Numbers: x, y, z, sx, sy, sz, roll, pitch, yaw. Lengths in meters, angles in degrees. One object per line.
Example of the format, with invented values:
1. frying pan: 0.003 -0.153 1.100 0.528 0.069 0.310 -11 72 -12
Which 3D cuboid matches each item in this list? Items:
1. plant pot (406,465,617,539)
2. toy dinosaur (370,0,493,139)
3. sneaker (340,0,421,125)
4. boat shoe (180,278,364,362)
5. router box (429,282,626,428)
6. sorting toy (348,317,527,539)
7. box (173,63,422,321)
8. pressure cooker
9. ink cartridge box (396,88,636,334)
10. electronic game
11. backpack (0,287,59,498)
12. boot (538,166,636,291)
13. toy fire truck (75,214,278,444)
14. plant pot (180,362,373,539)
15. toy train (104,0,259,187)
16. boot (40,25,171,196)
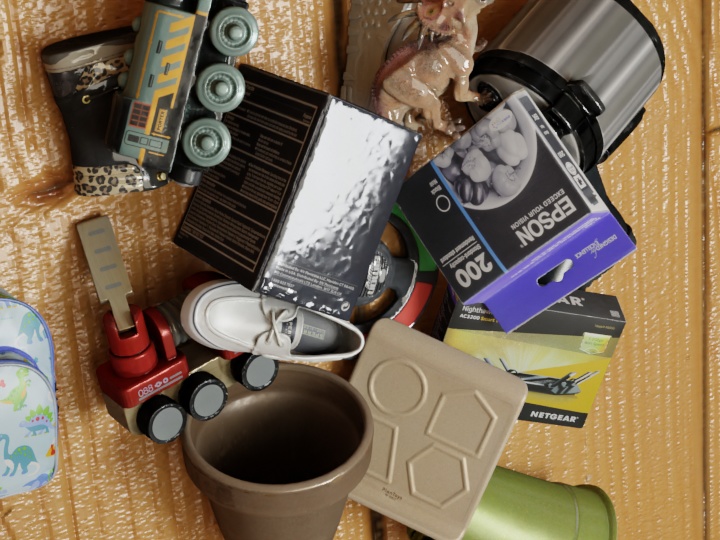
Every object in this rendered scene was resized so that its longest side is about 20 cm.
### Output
1. plant pot: 0.161 0.305 1.891 0.190 0.200 0.201 28 90 -21
2. toy dinosaur: 0.061 -0.208 1.640 0.200 0.086 0.135 -48 130 8
3. sneaker: 0.036 -0.241 1.705 0.080 0.076 0.201 -1 112 -40
4. boat shoe: -0.082 0.051 1.609 0.199 0.065 0.074 7 91 -40
5. router box: 0.178 0.091 1.830 0.199 0.052 0.158 8 123 -12
6. sorting toy: 0.064 0.175 1.788 0.185 0.036 0.201 24 100 6
7. box: -0.064 -0.080 1.610 0.123 0.200 0.199 18 96 -33
8. pressure cooker: 0.206 -0.193 1.742 0.200 0.178 0.176 -49 155 -22
9. ink cartridge box: 0.153 -0.052 1.682 0.200 0.198 0.043 55 39 3
10. electronic game: 0.000 0.000 1.769 0.199 0.042 0.201 -9 109 -28
11. backpack: -0.368 0.117 1.524 0.182 0.147 0.201 -9 107 -31
12. boot: 0.207 -0.045 1.859 0.200 0.076 0.168 -39 117 -10
13. toy fire truck: -0.195 0.040 1.632 0.176 0.129 0.201 -28 125 -26
14. plant pot: -0.087 0.225 1.715 0.200 0.200 0.175 -18 130 -25
15. toy train: -0.165 -0.180 1.509 0.113 0.085 0.201 12 101 -14
16. boot: -0.202 -0.160 1.579 0.199 0.073 0.151 -14 111 -23
